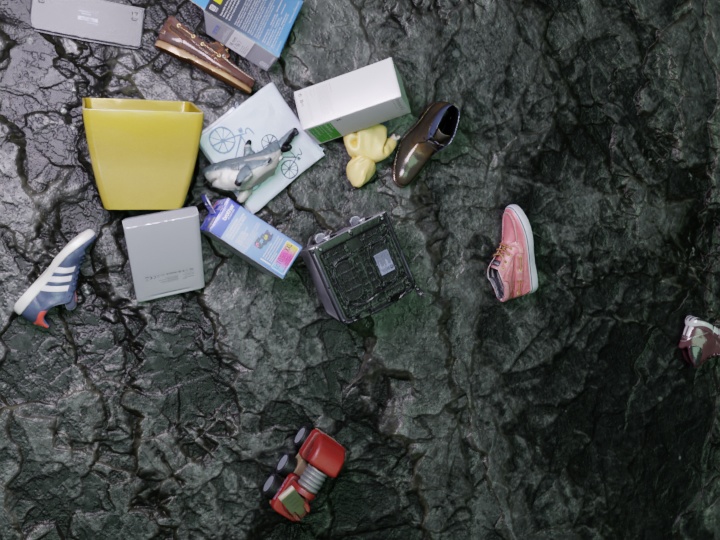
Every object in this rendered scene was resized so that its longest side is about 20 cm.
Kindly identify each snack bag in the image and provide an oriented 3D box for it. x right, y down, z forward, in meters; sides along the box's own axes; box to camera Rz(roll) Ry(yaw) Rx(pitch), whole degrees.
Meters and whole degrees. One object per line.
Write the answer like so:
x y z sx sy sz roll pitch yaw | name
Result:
-0.196 -0.244 1.648 0.200 0.021 0.189 -41 106 -11 | snack bag

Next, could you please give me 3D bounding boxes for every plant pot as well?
-0.392 -0.207 1.503 0.198 0.200 0.178 -2 106 -18 | plant pot

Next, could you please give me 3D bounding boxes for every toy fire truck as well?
-0.107 0.405 1.633 0.128 0.200 0.177 36 83 -18 | toy fire truck

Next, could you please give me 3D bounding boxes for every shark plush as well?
-0.201 -0.219 1.606 0.200 0.091 0.083 -41 76 -6 | shark plush

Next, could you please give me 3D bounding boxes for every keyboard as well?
-0.494 -0.483 1.531 0.198 0.021 0.128 6 98 -20 | keyboard

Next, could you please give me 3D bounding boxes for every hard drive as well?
-0.357 -0.028 1.540 0.131 0.027 0.201 -12 142 -17 | hard drive

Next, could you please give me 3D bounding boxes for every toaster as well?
0.000 0.000 1.681 0.180 0.119 0.201 -27 102 -14 | toaster

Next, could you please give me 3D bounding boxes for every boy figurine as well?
0.019 -0.266 1.696 0.123 0.064 0.202 8 92 -19 | boy figurine

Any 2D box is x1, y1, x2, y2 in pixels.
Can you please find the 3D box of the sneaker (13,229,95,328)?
-0.535 0.018 1.530 0.084 0.075 0.200 41 91 -15 | sneaker

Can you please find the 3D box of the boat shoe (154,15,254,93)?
-0.283 -0.406 1.580 0.199 0.070 0.071 27 87 -18 | boat shoe

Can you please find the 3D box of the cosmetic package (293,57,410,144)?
-0.014 -0.323 1.609 0.198 0.108 0.086 -16 79 13 | cosmetic package

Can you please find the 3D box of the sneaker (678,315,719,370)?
0.843 0.196 2.010 0.199 0.076 0.116 25 91 -8 | sneaker

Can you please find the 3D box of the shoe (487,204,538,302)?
0.320 -0.035 1.809 0.090 0.071 0.202 -18 104 -22 | shoe

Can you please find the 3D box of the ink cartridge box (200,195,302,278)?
-0.223 -0.069 1.591 0.199 0.136 0.077 32 82 -18 | ink cartridge box

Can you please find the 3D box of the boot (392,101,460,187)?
0.133 -0.262 1.716 0.074 0.097 0.201 29 85 -18 | boot

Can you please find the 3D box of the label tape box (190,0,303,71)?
-0.224 -0.493 1.574 0.199 0.063 0.145 29 63 -19 | label tape box
